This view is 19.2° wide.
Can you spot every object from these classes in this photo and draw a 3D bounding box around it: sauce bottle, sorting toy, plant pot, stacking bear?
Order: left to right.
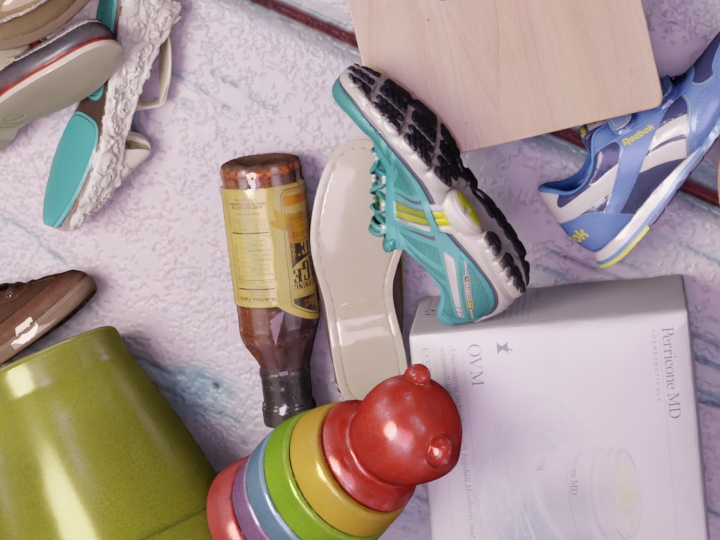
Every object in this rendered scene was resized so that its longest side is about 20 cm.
[{"bbox_3d":[-0.202,0.151,1.563,0.200,0.200,0.194,-25,87,11],"label":"plant pot"},{"bbox_3d":[-0.063,0.016,1.571,0.066,0.066,0.201,-5,104,7],"label":"sauce bottle"},{"bbox_3d":[-0.006,0.139,1.472,0.200,0.113,0.122,-38,53,38],"label":"stacking bear"},{"bbox_3d":[0.095,-0.192,1.497,0.198,0.070,0.201,-13,94,9],"label":"sorting toy"}]

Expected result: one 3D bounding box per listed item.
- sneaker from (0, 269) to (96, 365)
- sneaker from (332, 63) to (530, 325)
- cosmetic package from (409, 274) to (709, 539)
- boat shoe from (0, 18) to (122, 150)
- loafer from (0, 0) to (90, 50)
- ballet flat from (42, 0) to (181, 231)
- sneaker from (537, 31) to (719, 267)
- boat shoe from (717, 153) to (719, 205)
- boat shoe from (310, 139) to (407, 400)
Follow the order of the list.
[{"bbox_3d":[-0.295,0.042,1.598,0.199,0.070,0.076,-32,94,11],"label":"sneaker"},{"bbox_3d":[0.036,-0.049,1.454,0.079,0.078,0.200,-29,100,21],"label":"sneaker"},{"bbox_3d":[0.147,0.119,1.539,0.199,0.123,0.200,-6,102,6],"label":"cosmetic package"},{"bbox_3d":[-0.250,-0.137,1.529,0.200,0.071,0.063,-28,71,37],"label":"boat shoe"},{"bbox_3d":[-0.204,-0.226,1.470,0.200,0.068,0.076,-35,54,-11],"label":"loafer"},{"bbox_3d":[-0.176,-0.116,1.556,0.071,0.072,0.201,19,106,2],"label":"ballet flat"},{"bbox_3d":[0.205,-0.099,1.510,0.082,0.074,0.200,36,103,0],"label":"sneaker"},{"bbox_3d":[0.306,-0.030,1.518,0.072,0.065,0.201,-11,103,28],"label":"boat shoe"},{"bbox_3d":[0.000,0.000,1.559,0.071,0.060,0.201,-7,103,-4],"label":"boat shoe"}]
